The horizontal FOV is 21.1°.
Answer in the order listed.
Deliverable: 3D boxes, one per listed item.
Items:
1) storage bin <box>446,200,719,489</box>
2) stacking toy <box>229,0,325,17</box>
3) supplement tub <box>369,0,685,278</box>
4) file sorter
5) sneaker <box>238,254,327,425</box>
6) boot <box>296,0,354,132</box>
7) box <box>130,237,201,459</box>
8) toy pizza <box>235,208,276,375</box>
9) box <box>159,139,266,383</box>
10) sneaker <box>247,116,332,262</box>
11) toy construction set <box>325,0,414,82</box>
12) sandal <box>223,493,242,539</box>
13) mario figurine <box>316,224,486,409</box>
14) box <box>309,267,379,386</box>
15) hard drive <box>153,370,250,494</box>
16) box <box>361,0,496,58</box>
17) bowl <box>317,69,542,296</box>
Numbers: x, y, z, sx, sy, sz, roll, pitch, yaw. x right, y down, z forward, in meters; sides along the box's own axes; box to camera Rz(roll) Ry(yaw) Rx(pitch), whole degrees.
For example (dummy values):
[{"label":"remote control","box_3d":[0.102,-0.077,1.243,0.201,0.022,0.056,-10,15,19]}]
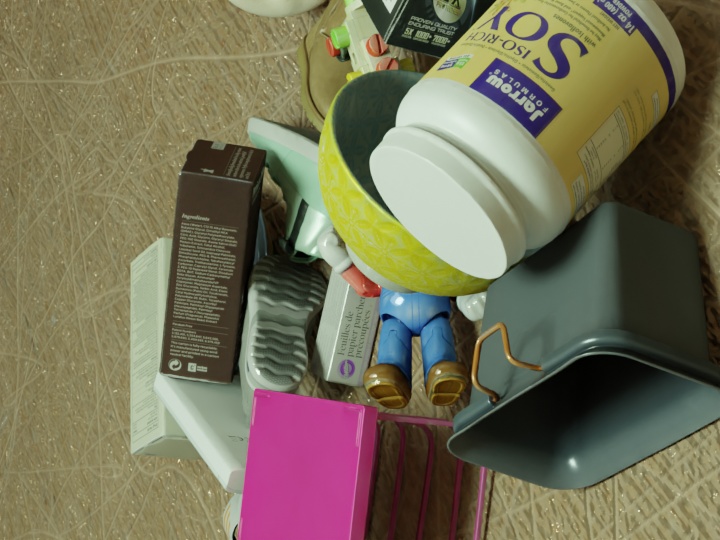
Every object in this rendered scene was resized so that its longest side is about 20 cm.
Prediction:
[{"label":"storage bin","box_3d":[0.149,0.047,1.343,0.200,0.145,0.135,-40,38,50]},{"label":"stacking toy","box_3d":[-0.084,-0.352,1.920,0.200,0.145,0.147,-97,29,-59]},{"label":"supplement tub","box_3d":[0.116,-0.107,1.346,0.200,0.146,0.145,-47,21,-20]},{"label":"file sorter","box_3d":[0.002,0.177,1.565,0.200,0.125,0.140,1,84,62]},{"label":"sneaker","box_3d":[-0.083,0.060,1.763,0.200,0.074,0.082,-76,11,-54]},{"label":"boot","box_3d":[0.010,-0.233,1.745,0.200,0.066,0.176,-58,36,32]},{"label":"box","box_3d":[-0.177,0.078,1.907,0.095,0.077,0.201,-30,58,59]},{"label":"toy pizza","box_3d":[-0.127,0.016,1.944,0.200,0.032,0.202,-25,62,60]},{"label":"box","box_3d":[-0.135,-0.008,1.780,0.100,0.074,0.201,-77,-6,-68]},{"label":"sneaker","box_3d":[-0.066,-0.074,1.822,0.200,0.073,0.119,34,111,60]},{"label":"toy construction set","box_3d":[0.027,-0.177,1.636,0.131,0.091,0.201,141,126,-75]},{"label":"sandal","box_3d":[-0.085,0.222,1.737,0.059,0.079,0.207,-59,14,17]},{"label":"mario figurine","box_3d":[0.037,0.004,1.560,0.106,0.123,0.201,-43,41,46]},{"label":"box","box_3d":[0.000,0.000,1.714,0.041,0.038,0.201,20,99,62]},{"label":"hard drive","box_3d":[-0.094,0.147,1.741,0.200,0.131,0.027,44,122,56]},{"label":"box","box_3d":[0.073,-0.244,1.499,0.086,0.163,0.200,-61,33,28]},{"label":"bowl","box_3d":[0.046,-0.046,1.481,0.108,0.199,0.201,-57,36,38]}]
